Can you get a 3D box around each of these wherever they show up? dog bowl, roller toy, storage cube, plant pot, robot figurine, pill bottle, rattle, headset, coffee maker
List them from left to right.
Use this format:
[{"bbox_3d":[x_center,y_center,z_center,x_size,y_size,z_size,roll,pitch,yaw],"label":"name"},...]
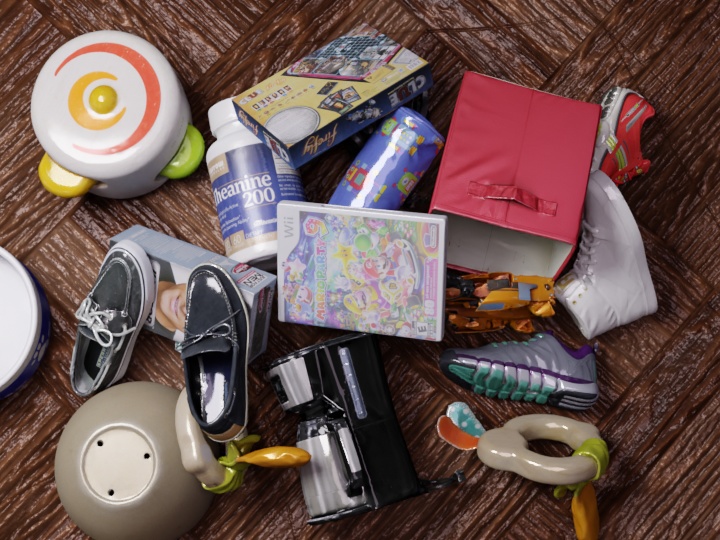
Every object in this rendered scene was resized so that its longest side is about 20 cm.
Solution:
[{"bbox_3d":[-0.479,0.064,1.384,0.197,0.079,0.203,0,80,-1],"label":"dog bowl"},{"bbox_3d":[-0.304,-0.190,1.398,0.198,0.140,0.185,-16,80,-3],"label":"roller toy"},{"bbox_3d":[-0.269,0.226,1.331,0.197,0.135,0.203,0,80,0],"label":"plant pot"},{"bbox_3d":[-0.139,0.144,1.325,0.130,0.142,0.202,32,40,-31],"label":"rattle"},{"bbox_3d":[-0.127,-0.106,1.401,0.110,0.111,0.202,-13,80,-3],"label":"pill bottle"},{"bbox_3d":[-0.002,0.181,1.358,0.191,0.134,0.202,-8,79,-42],"label":"coffee maker"},{"bbox_3d":[0.035,-0.175,1.424,0.122,0.094,0.202,-16,97,-3],"label":"headset"},{"bbox_3d":[0.124,0.041,1.366,0.197,0.145,0.059,-2,71,-11],"label":"robot figurine"},{"bbox_3d":[0.175,-0.102,1.360,0.169,0.200,0.182,14,70,2],"label":"storage cube"},{"bbox_3d":[0.187,0.242,1.363,0.197,0.144,0.131,0,39,-2],"label":"rattle"}]

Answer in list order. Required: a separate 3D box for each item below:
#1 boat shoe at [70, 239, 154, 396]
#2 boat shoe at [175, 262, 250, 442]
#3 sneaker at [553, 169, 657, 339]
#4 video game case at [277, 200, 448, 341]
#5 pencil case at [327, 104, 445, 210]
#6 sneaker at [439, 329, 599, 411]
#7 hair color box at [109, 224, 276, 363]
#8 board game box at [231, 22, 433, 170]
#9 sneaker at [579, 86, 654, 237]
[{"bbox_3d":[-0.299,0.059,1.340,0.073,0.068,0.201,33,119,12],"label":"boat shoe"},{"bbox_3d":[-0.161,0.084,1.253,0.074,0.062,0.203,-12,71,15],"label":"boat shoe"},{"bbox_3d":[0.278,-0.011,1.377,0.115,0.074,0.202,-25,112,-5],"label":"sneaker"},{"bbox_3d":[0.000,0.000,1.304,0.197,0.018,0.145,6,109,17],"label":"video game case"},{"bbox_3d":[0.021,-0.096,1.356,0.078,0.087,0.201,37,97,41],"label":"pencil case"},{"bbox_3d":[0.195,0.109,1.401,0.198,0.075,0.088,14,62,-5],"label":"sneaker"},{"bbox_3d":[-0.203,0.028,1.357,0.198,0.061,0.100,19,116,18],"label":"hair color box"},{"bbox_3d":[-0.033,-0.207,1.336,0.199,0.035,0.135,-32,46,-16],"label":"board game box"},{"bbox_3d":[0.318,-0.131,1.433,0.084,0.077,0.202,22,83,-6],"label":"sneaker"}]
